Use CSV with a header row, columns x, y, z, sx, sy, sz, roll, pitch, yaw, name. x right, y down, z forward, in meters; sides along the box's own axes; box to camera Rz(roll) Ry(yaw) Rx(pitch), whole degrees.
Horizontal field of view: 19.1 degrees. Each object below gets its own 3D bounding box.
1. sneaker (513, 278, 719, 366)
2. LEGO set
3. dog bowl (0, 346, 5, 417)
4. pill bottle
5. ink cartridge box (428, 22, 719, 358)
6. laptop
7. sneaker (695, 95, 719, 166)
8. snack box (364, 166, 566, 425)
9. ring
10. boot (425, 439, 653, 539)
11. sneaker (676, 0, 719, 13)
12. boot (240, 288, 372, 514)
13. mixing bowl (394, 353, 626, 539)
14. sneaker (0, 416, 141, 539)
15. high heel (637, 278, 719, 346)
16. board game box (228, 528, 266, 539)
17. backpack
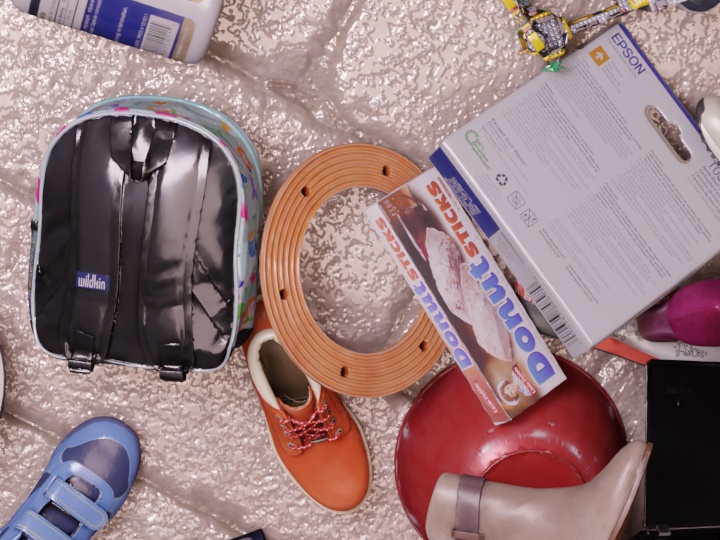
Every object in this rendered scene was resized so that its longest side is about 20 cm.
x,y,z,sx,sy,sz,roll,pitch,yaw,name
0.227,0.015,1.729,0.200,0.067,0.108,16,105,-5,sneaker
0.164,-0.254,1.621,0.153,0.116,0.201,-12,99,0,LEGO set
-0.379,0.077,1.697,0.199,0.074,0.201,-1,104,-5,dog bowl
-0.199,-0.237,1.608,0.199,0.116,0.116,17,103,-9,pill bottle
0.185,-0.065,1.674,0.200,0.041,0.200,-34,86,-25,ink cartridge box
0.250,0.178,1.740,0.187,0.116,0.200,5,140,-44,laptop
0.360,-0.096,1.696,0.199,0.070,0.093,33,122,-16,sneaker
0.083,0.019,1.690,0.072,0.024,0.201,-32,91,-36,snack box
0.000,0.000,1.683,0.200,0.019,0.202,3,86,-38,ring
0.126,0.192,1.642,0.146,0.070,0.201,24,111,12,boot
0.290,-0.285,1.618,0.077,0.146,0.203,15,104,-10,sneaker
-0.045,0.120,1.717,0.075,0.107,0.201,-25,106,1,boot
0.131,0.173,1.743,0.199,0.108,0.201,-1,104,-5,mixing bowl
-0.248,0.208,1.736,0.074,0.082,0.200,37,97,-11,sneaker
0.322,0.031,1.695,0.199,0.096,0.068,-12,88,-32,high heel
-0.154,0.313,1.794,0.199,0.035,0.136,-19,105,1,board game box
-0.159,-0.034,1.639,0.177,0.151,0.201,6,109,9,backpack
